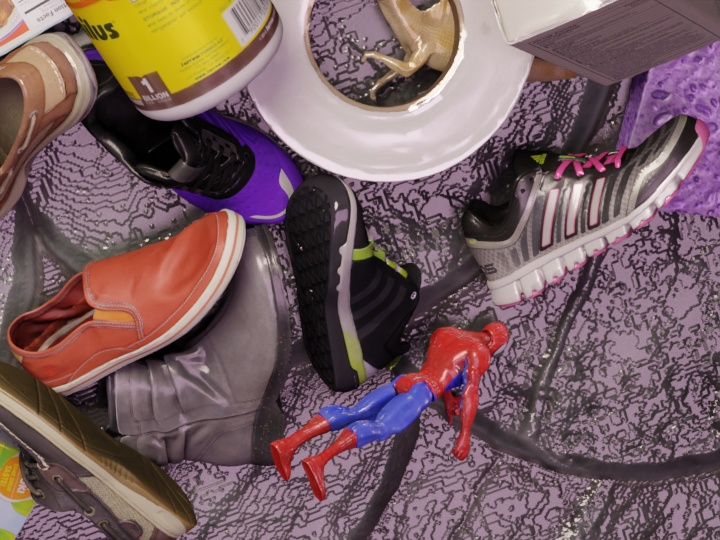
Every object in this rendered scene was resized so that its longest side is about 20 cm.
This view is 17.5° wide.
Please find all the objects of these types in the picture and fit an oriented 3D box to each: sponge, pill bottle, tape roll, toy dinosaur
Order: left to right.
[{"bbox_3d":[-0.138,-0.198,1.428,0.109,0.109,0.200,-31,117,2],"label":"pill bottle"},{"bbox_3d":[0.016,-0.159,1.550,0.202,0.037,0.204,0,94,-4],"label":"tape roll"},{"bbox_3d":[0.073,-0.141,1.600,0.199,0.058,0.101,21,106,-20],"label":"toy dinosaur"},{"bbox_3d":[0.250,-0.134,1.656,0.111,0.030,0.201,7,111,-14],"label":"sponge"}]

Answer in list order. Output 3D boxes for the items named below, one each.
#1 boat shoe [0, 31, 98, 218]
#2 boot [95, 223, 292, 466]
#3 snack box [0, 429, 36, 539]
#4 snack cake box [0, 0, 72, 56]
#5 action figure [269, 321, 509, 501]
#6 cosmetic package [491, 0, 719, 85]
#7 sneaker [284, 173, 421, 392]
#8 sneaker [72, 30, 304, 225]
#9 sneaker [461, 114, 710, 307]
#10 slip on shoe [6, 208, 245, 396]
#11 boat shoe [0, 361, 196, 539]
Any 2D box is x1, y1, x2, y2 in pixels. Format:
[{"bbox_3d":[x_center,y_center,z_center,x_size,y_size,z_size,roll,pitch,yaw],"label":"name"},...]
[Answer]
[{"bbox_3d":[-0.250,-0.080,1.514,0.076,0.072,0.200,49,127,8],"label":"boat shoe"},{"bbox_3d":[-0.118,0.063,1.632,0.131,0.070,0.201,-2,119,-10],"label":"boot"},{"bbox_3d":[-0.324,0.182,1.655,0.142,0.053,0.200,26,105,-23],"label":"snack box"},{"bbox_3d":[-0.256,-0.196,1.499,0.199,0.067,0.115,-29,118,1],"label":"snack cake box"},{"bbox_3d":[0.036,0.111,1.663,0.200,0.065,0.099,-35,127,-25],"label":"action figure"},{"bbox_3d":[0.162,-0.181,1.513,0.103,0.200,0.073,-21,78,20],"label":"cosmetic package"},{"bbox_3d":[0.000,0.000,1.630,0.083,0.072,0.200,-23,141,-18],"label":"sneaker"},{"bbox_3d":[-0.117,-0.077,1.560,0.200,0.100,0.070,32,103,-26],"label":"sneaker"},{"bbox_3d":[0.150,-0.057,1.630,0.200,0.074,0.088,-36,98,25],"label":"sneaker"},{"bbox_3d":[-0.160,0.018,1.589,0.200,0.074,0.061,-31,131,23],"label":"slip on shoe"},{"bbox_3d":[-0.200,0.137,1.602,0.066,0.072,0.201,-46,120,8],"label":"boat shoe"}]
